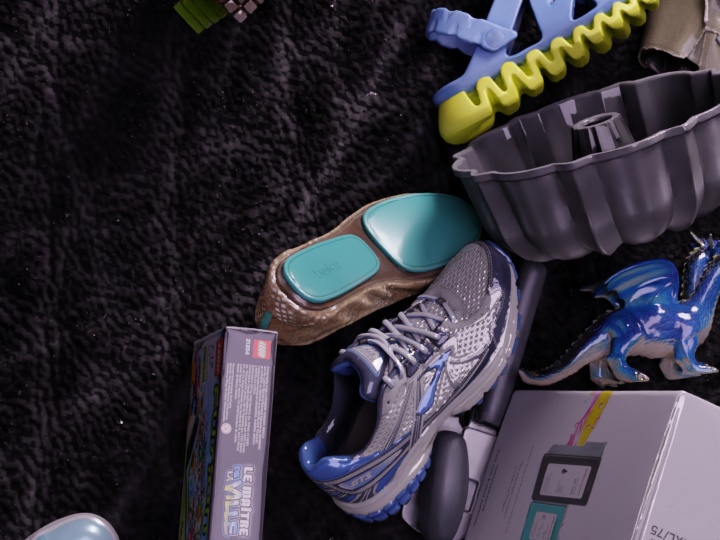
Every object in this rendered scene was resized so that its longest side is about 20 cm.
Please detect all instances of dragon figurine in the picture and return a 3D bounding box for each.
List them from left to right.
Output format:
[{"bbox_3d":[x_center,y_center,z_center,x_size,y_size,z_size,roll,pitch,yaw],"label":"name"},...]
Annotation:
[{"bbox_3d":[0.187,0.026,1.731,0.198,0.059,0.100,-6,85,-16],"label":"dragon figurine"}]

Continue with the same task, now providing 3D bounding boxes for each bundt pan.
[{"bbox_3d":[0.165,-0.064,1.673,0.201,0.202,0.076,-23,104,-16],"label":"bundt pan"}]

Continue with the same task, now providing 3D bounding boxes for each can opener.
[{"bbox_3d":[0.079,0.084,1.690,0.053,0.067,0.201,18,86,-15],"label":"can opener"}]

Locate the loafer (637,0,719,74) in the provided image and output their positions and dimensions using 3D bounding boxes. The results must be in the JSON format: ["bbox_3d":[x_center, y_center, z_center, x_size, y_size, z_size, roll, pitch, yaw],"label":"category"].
[{"bbox_3d":[0.229,-0.166,1.759,0.069,0.075,0.202,-9,85,-20],"label":"loafer"}]

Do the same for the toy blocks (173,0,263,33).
[{"bbox_3d":[-0.041,-0.228,1.632,0.200,0.137,0.100,-43,108,2],"label":"toy blocks"}]

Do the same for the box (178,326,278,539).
[{"bbox_3d":[-0.087,0.141,1.618,0.034,0.110,0.202,6,81,-14],"label":"box"}]

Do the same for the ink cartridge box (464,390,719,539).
[{"bbox_3d":[0.183,0.168,1.626,0.146,0.200,0.147,25,77,-25],"label":"ink cartridge box"}]

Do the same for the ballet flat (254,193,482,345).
[{"bbox_3d":[0.000,0.000,1.675,0.199,0.065,0.071,-19,65,-45],"label":"ballet flat"}]

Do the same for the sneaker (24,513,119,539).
[{"bbox_3d":[-0.218,0.232,1.586,0.074,0.082,0.200,43,75,-7],"label":"sneaker"}]

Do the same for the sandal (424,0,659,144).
[{"bbox_3d":[0.122,-0.171,1.720,0.199,0.080,0.087,-31,81,-4],"label":"sandal"}]

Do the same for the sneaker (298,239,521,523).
[{"bbox_3d":[0.030,0.065,1.643,0.085,0.077,0.201,30,90,-41],"label":"sneaker"}]
